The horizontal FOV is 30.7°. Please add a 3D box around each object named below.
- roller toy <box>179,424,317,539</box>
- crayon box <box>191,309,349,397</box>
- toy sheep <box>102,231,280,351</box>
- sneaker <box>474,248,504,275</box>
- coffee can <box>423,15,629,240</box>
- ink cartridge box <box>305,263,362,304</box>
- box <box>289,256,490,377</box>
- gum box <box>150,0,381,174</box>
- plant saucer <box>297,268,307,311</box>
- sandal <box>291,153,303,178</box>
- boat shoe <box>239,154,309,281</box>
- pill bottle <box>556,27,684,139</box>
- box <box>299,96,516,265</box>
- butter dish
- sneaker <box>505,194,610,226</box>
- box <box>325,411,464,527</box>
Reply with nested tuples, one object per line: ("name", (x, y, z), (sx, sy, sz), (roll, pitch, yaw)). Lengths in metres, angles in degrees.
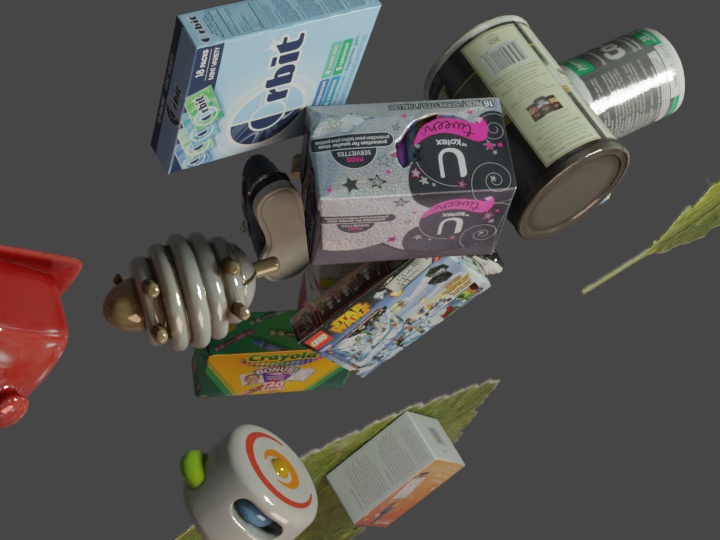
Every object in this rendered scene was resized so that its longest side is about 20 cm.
("roller toy", (-0.157, 0.328, 1.941), (0.140, 0.183, 0.199), (-42, 154, 17))
("crayon box", (-0.108, 0.104, 1.660), (0.197, 0.059, 0.119), (-2, 150, -17))
("toy sheep", (-0.179, 0.021, 1.408), (0.197, 0.139, 0.139), (-11, 150, -15))
("sneaker", (0.137, -0.019, 1.808), (0.079, 0.075, 0.200), (-33, 157, 12))
("coffee can", (0.181, -0.158, 1.445), (0.145, 0.201, 0.147), (-27, 155, -13))
("ink cartridge box", (-0.005, -0.020, 1.552), (0.115, 0.068, 0.202), (-11, 126, -15))
("box", (0.034, 0.036, 1.510), (0.199, 0.040, 0.136), (-36, 143, 18))
("gum box", (-0.092, -0.185, 1.243), (0.198, 0.045, 0.171), (-19, 152, -30))
("plant saucer", (0.000, 0.000, 1.695), (0.199, 0.051, 0.201), (-27, 155, -14))
("sandal", (0.025, -0.076, 1.439), (0.208, 0.071, 0.078), (8, 173, -8))
("boat shoe", (-0.098, -0.055, 1.455), (0.074, 0.062, 0.201), (-28, 153, -6))
("pill bottle", (0.284, -0.208, 1.590), (0.198, 0.114, 0.114), (-25, 155, -20))
("box", (0.044, -0.089, 1.322), (0.197, 0.116, 0.133), (-4, 152, -9))
("butter dish", (-0.366, 0.084, 1.267), (0.199, 0.149, 0.199), (-42, 155, 20))
("sneaker", (0.278, -0.116, 1.810), (0.199, 0.074, 0.083), (-28, 155, -32))
("box", (0.065, 0.363, 2.382), (0.199, 0.107, 0.152), (-40, 155, 13))
